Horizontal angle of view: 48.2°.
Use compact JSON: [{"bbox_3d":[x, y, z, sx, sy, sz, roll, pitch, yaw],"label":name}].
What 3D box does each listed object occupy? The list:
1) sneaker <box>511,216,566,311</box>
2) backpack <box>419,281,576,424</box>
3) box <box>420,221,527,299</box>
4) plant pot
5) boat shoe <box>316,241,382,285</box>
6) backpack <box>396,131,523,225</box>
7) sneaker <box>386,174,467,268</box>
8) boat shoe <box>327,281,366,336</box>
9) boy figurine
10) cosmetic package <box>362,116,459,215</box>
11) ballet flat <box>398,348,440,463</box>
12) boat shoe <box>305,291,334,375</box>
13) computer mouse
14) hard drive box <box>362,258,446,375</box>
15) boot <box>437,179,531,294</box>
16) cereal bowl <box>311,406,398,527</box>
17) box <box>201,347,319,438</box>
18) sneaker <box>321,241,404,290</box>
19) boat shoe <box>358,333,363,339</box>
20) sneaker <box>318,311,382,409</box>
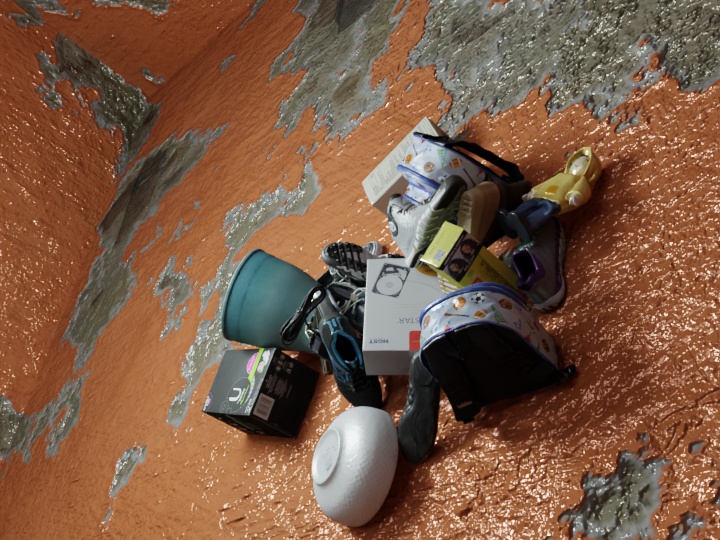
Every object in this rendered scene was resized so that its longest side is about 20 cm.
[{"bbox_3d":[0.279,-0.036,1.286,0.074,0.087,0.200,-32,39,34],"label":"sneaker"},{"bbox_3d":[0.180,0.104,1.177,0.200,0.190,0.154,-28,44,24],"label":"backpack"},{"bbox_3d":[0.185,0.006,1.264,0.075,0.200,0.050,-56,38,-4],"label":"box"},{"bbox_3d":[-0.155,0.078,1.644,0.187,0.200,0.201,18,71,13],"label":"plant pot"},{"bbox_3d":[-0.040,0.002,1.709,0.199,0.068,0.074,-40,35,25],"label":"boat shoe"},{"bbox_3d":[0.159,-0.162,1.455,0.154,0.190,0.200,-58,32,-3],"label":"backpack"},{"bbox_3d":[0.096,-0.106,1.351,0.116,0.075,0.200,51,136,26],"label":"sneaker"},{"bbox_3d":[-0.008,0.066,1.521,0.075,0.062,0.200,-49,27,1],"label":"boat shoe"},{"bbox_3d":[0.316,-0.123,1.283,0.200,0.065,0.124,-37,22,-13],"label":"boy figurine"},{"bbox_3d":[0.108,-0.209,1.683,0.200,0.087,0.104,-43,35,18],"label":"cosmetic package"},{"bbox_3d":[0.103,0.215,1.281,0.066,0.057,0.201,15,107,24],"label":"ballet flat"},{"bbox_3d":[-0.069,0.121,1.514,0.063,0.201,0.071,-15,32,1],"label":"boat shoe"},{"bbox_3d":[-0.033,0.106,1.447,0.141,0.200,0.046,-59,14,8],"label":"computer mouse"},{"bbox_3d":[0.087,0.077,1.385,0.155,0.077,0.201,-2,50,5],"label":"hard drive box"},{"bbox_3d":[0.216,-0.054,1.352,0.072,0.166,0.201,32,121,38],"label":"boot"},{"bbox_3d":[-0.023,0.318,1.340,0.200,0.083,0.201,-48,29,38],"label":"cereal bowl"},{"bbox_3d":[-0.209,0.251,1.657,0.200,0.124,0.149,-9,54,51],"label":"box"},{"bbox_3d":[0.000,0.000,1.552,0.090,0.199,0.067,-43,48,42],"label":"sneaker"},{"bbox_3d":[0.036,0.107,1.518,0.067,0.057,0.200,14,73,57],"label":"boat shoe"},{"bbox_3d":[-0.016,0.173,1.399,0.073,0.200,0.082,-28,18,-4],"label":"sneaker"}]
